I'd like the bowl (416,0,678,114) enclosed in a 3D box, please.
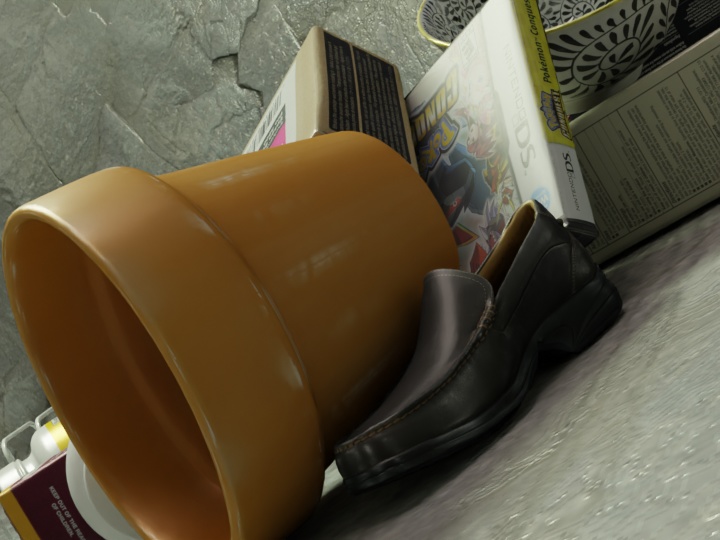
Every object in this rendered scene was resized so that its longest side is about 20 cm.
[{"bbox_3d":[0.148,-0.174,0.834,0.198,0.095,0.202,-20,30,12],"label":"bowl"}]

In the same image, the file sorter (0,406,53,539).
[{"bbox_3d":[-0.324,0.211,1.339,0.198,0.126,0.139,-31,2,3],"label":"file sorter"}]

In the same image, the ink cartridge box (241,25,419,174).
[{"bbox_3d":[-0.045,-0.037,0.783,0.201,0.074,0.166,-57,19,27],"label":"ink cartridge box"}]

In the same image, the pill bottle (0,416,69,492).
[{"bbox_3d":[-0.268,0.188,1.202,0.199,0.112,0.111,-33,2,-17],"label":"pill bottle"}]

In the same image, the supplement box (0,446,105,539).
[{"bbox_3d":[-0.167,0.149,0.913,0.199,0.086,0.110,-33,2,-6],"label":"supplement box"}]

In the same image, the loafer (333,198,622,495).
[{"bbox_3d":[0.048,0.034,0.557,0.072,0.073,0.199,-28,5,45],"label":"loafer"}]

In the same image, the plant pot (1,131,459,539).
[{"bbox_3d":[-0.052,0.023,0.598,0.182,0.202,0.200,-30,1,-30],"label":"plant pot"}]

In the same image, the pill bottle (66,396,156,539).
[{"bbox_3d":[-0.135,0.121,0.757,0.108,0.110,0.200,-32,2,-12],"label":"pill bottle"}]

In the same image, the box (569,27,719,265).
[{"bbox_3d":[0.210,-0.089,0.769,0.199,0.096,0.078,-30,1,25],"label":"box"}]

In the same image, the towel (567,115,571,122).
[{"bbox_3d":[0.057,-0.062,0.904,0.198,0.023,0.144,-5,33,36],"label":"towel"}]

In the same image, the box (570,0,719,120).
[{"bbox_3d":[0.262,-0.158,0.952,0.199,0.142,0.079,-32,-3,-11],"label":"box"}]

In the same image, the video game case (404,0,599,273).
[{"bbox_3d":[0.059,-0.048,0.732,0.025,0.183,0.200,11,-36,-29],"label":"video game case"}]
